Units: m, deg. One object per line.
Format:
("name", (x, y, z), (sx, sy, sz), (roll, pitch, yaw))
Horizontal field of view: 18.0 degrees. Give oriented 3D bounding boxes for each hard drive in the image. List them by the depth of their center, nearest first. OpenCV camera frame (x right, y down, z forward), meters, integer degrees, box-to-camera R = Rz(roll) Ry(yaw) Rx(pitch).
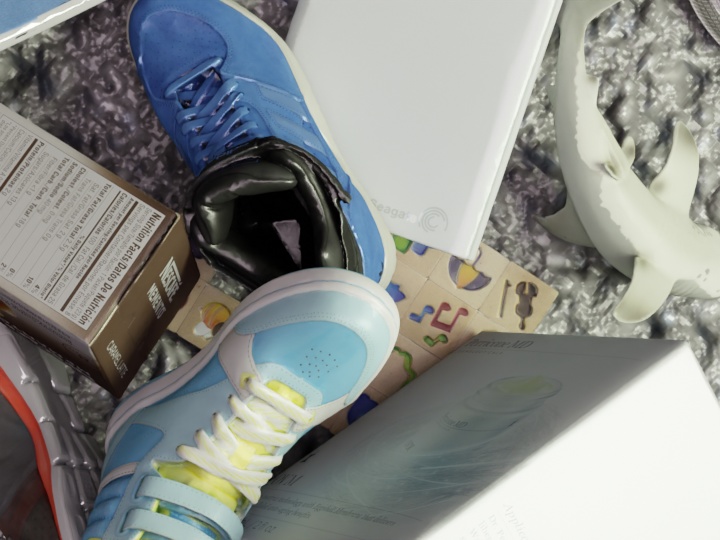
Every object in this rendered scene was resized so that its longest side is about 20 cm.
("hard drive", (0.029, -0.121, 1.193), (0.132, 0.026, 0.200), (19, 93, 12))

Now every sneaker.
("sneaker", (-0.059, 0.091, 1.089), (0.080, 0.131, 0.200), (34, 130, -20))
("sneaker", (-0.061, -0.064, 1.141), (0.077, 0.111, 0.200), (-34, 85, 14))
("sneaker", (-0.177, 0.111, 1.177), (0.082, 0.077, 0.200), (-31, 61, 12))

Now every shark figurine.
("shark figurine", (0.122, -0.054, 1.214), (0.128, 0.089, 0.215), (-40, 110, -35))

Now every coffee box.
("coffee box", (-0.186, -0.031, 1.127), (0.200, 0.114, 0.080), (32, 78, 9))

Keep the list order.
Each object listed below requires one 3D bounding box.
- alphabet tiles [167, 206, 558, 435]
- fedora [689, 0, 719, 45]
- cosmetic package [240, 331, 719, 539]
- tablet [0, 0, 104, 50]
("alphabet tiles", (0.000, 0.000, 1.238), (0.200, 0.008, 0.167), (33, 91, -9))
("fedora", (0.258, -0.189, 1.203), (0.177, 0.090, 0.200), (-14, 97, -5))
("cosmetic package", (0.062, 0.130, 1.130), (0.200, 0.199, 0.123), (-33, 104, -23))
("tablet", (-0.211, -0.199, 1.134), (0.130, 0.014, 0.200), (-31, 77, -31))
